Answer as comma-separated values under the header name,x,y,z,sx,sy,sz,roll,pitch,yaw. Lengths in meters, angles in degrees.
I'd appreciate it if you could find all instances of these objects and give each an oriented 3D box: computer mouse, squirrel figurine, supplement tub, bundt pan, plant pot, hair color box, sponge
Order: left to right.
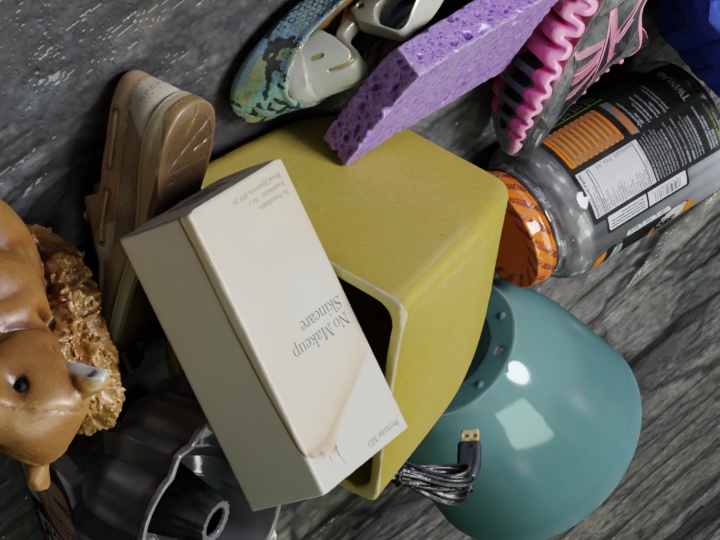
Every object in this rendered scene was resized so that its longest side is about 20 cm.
name,x,y,z,sx,sy,sz,roll,pitch,yaw
squirrel figurine,-0.214,0.044,1.406,0.200,0.187,0.142,9,118,-52
hair color box,-0.196,0.169,1.639,0.061,0.099,0.200,-32,144,-20
bundt pan,-0.129,0.158,1.533,0.202,0.076,0.202,-48,151,-38
plant pot,0.000,0.000,1.608,0.200,0.194,0.196,-41,150,-39
computer mouse,0.033,0.089,1.698,0.140,0.200,0.046,20,126,-19
sponge,0.065,-0.150,1.582,0.200,0.030,0.112,-33,169,-43
plant pot,0.105,0.100,1.823,0.201,0.201,0.161,-46,137,-1
supplement tub,0.186,-0.074,1.787,0.200,0.123,0.123,-30,144,-22

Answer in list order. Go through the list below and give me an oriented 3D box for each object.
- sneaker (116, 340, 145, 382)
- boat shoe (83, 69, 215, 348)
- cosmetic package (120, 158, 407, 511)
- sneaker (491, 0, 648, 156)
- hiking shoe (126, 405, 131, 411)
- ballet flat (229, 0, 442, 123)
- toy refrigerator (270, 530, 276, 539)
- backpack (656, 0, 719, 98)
name,x,y,z,sx,sy,sz,roll,pitch,yaw
sneaker,-0.244,0.080,1.535,0.200,0.077,0.085,-18,157,-29
boat shoe,-0.148,-0.041,1.504,0.071,0.064,0.200,-29,142,-50
cosmetic package,-0.061,0.042,1.455,0.073,0.200,0.104,-18,-167,42
sneaker,0.170,-0.167,1.689,0.095,0.079,0.200,12,120,-27
hiking shoe,-0.087,0.109,1.719,0.200,0.074,0.087,-23,141,-31
ballet flat,-0.003,-0.166,1.528,0.200,0.074,0.074,-45,147,-2
toy refrigerator,-0.117,0.225,1.747,0.076,0.070,0.200,-18,158,-16
backpack,0.312,-0.224,1.735,0.162,0.168,0.200,-41,179,-2
